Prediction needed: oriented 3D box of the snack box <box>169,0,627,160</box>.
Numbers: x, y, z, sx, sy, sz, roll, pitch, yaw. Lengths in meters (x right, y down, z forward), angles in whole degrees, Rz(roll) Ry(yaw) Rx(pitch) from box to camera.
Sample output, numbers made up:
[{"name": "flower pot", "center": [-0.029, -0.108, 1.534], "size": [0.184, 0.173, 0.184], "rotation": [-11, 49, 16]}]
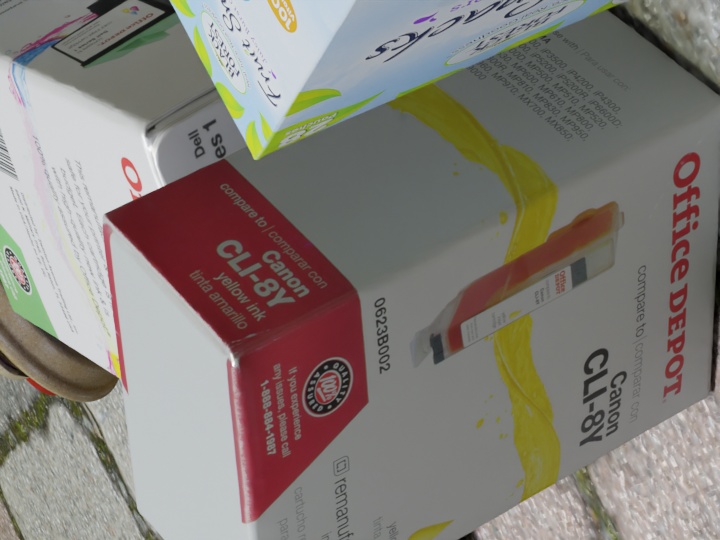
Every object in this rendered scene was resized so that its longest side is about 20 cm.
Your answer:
[{"name": "snack box", "center": [0.049, -0.120, 0.729], "size": [0.068, 0.168, 0.200], "rotation": [62, 159, 9]}]

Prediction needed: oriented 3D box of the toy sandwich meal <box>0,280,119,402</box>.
[{"name": "toy sandwich meal", "center": [-0.201, -0.010, 1.447], "size": [0.205, 0.070, 0.205], "rotation": [51, -159, -29]}]

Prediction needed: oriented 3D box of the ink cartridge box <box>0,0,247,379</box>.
[{"name": "ink cartridge box", "center": [-0.078, -0.033, 1.010], "size": [0.200, 0.084, 0.145], "rotation": [26, 140, 52]}]

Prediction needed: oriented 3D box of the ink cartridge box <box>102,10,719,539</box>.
[{"name": "ink cartridge box", "center": [0.023, 0.014, 0.891], "size": [0.083, 0.200, 0.146], "rotation": [43, 149, 38]}]
